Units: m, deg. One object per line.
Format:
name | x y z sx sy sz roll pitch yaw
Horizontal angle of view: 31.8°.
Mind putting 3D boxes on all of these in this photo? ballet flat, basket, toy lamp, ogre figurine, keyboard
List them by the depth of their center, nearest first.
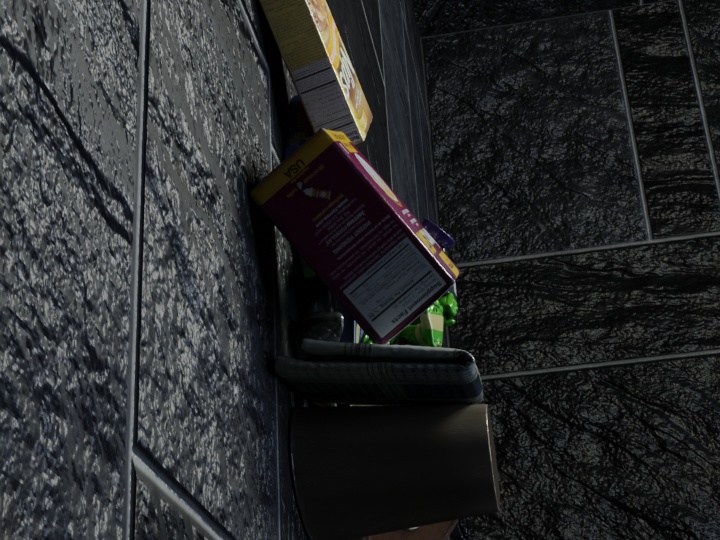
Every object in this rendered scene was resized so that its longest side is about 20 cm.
basket | 0.042 0.208 1.329 0.181 0.199 0.136 75 11 -50
ballet flat | -0.030 0.119 1.412 0.200 0.057 0.067 74 8 -50
ogre figurine | 0.036 0.102 1.564 0.098 0.120 0.200 44 49 -38
keyboard | 0.153 0.372 1.661 0.104 0.040 0.200 -83 152 -63
toy lamp | 0.047 0.026 1.686 0.058 0.200 0.058 39 0 0

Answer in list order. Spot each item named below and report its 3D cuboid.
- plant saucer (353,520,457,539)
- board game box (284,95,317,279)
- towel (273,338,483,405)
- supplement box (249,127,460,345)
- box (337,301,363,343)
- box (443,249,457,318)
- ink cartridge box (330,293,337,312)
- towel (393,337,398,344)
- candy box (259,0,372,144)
plant saucer | 0.058 0.278 1.500 0.034 0.200 0.201 23 -47 47
board game box | -0.057 -0.103 1.497 0.200 0.034 0.136 -88 168 -53
towel | 0.022 0.106 1.281 0.193 0.199 0.035 61 29 -72
supplement box | -0.002 -0.037 1.274 0.200 0.103 0.131 50 8 0
box | 0.000 0.000 1.455 0.200 0.032 0.122 -65 158 -66
box | 0.073 0.025 1.966 0.200 0.141 0.079 59 27 -72
ink cartridge box | -0.007 -0.039 1.545 0.200 0.050 0.163 -121 -144 -81
towel | 0.052 0.041 1.787 0.153 0.023 0.201 139 -48 -76
candy box | -0.050 -0.245 1.459 0.115 0.055 0.200 -73 142 -68
